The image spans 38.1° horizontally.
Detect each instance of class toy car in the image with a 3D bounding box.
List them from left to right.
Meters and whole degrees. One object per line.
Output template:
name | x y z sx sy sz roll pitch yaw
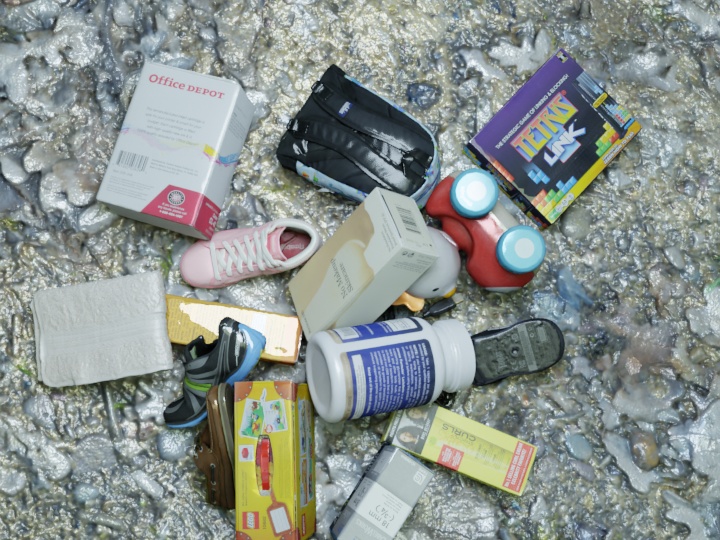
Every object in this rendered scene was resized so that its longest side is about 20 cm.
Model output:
toy car | 0.117 -0.012 1.376 0.200 0.184 0.177 -40 88 -3

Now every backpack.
backpack | 0.015 -0.159 1.410 0.199 0.154 0.164 23 75 25

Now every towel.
towel | -0.337 0.077 1.348 0.199 0.034 0.134 -11 83 19

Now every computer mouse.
computer mouse | 0.171 0.091 1.434 0.199 0.046 0.141 -22 89 3

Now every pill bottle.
pill bottle | 0.039 0.122 1.335 0.199 0.116 0.117 -7 82 -21

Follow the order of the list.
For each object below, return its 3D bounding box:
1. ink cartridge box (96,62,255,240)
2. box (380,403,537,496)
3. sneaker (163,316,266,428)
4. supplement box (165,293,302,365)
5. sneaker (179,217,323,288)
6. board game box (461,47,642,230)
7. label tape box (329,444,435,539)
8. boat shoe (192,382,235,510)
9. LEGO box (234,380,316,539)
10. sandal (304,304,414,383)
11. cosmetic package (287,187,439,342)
ink cartridge box | -0.242 -0.158 1.388 0.147 0.086 0.201 16 79 14
box | 0.132 0.234 1.404 0.199 0.050 0.076 24 79 -2
sneaker | -0.197 0.129 1.336 0.083 0.071 0.200 39 122 -5
supplement box | -0.178 0.078 1.386 0.198 0.067 0.069 9 81 -5
sneaker | -0.146 -0.027 1.386 0.199 0.105 0.076 -10 85 -6
board game box | 0.272 -0.186 1.477 0.165 0.057 0.200 44 80 0
label tape box | 0.007 0.323 1.329 0.063 0.144 0.201 34 80 0
boat shoe | -0.181 0.229 1.316 0.067 0.072 0.201 -3 121 6
LEGO box | -0.106 0.242 1.320 0.077 0.149 0.202 -2 83 7
sandal | 0.007 0.093 1.412 0.075 0.048 0.201 40 81 1
cosmetic package | 0.000 0.000 1.339 0.071 0.200 0.106 14 41 -41
